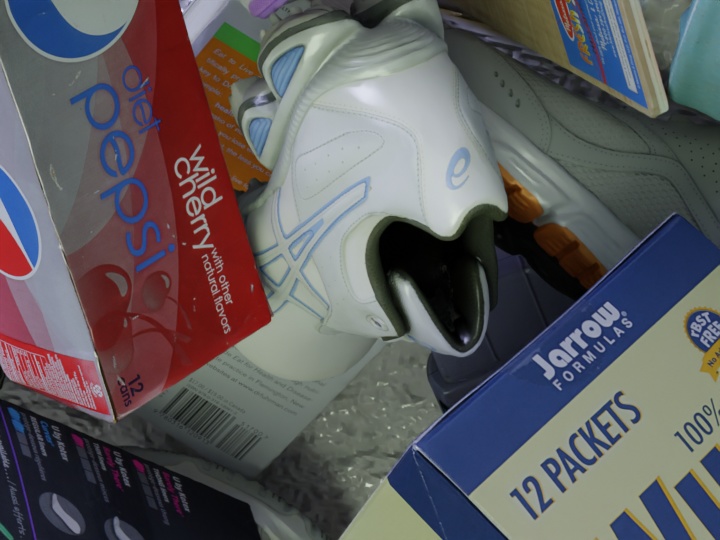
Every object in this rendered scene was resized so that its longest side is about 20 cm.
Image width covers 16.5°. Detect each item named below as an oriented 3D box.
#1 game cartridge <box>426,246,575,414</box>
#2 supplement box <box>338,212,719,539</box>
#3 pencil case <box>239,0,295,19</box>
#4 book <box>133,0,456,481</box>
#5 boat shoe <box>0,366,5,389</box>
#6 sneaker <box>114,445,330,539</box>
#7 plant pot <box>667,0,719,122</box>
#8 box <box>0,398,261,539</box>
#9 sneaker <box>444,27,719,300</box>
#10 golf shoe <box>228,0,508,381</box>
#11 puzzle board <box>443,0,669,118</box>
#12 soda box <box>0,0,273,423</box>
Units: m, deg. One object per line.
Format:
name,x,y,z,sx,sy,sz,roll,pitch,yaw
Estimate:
game cartridge,0.107,0.067,0.905,0.129,0.038,0.200,-24,119,0
supplement box,0.089,0.132,0.761,0.200,0.134,0.200,44,142,9
pencil case,-0.051,-0.170,0.736,0.085,0.084,0.200,-33,98,38
book,-0.036,-0.018,0.889,0.134,0.048,0.200,33,125,-17
boat shoe,-0.195,0.065,0.954,0.200,0.072,0.068,-24,122,41
sneaker,-0.037,0.148,0.966,0.200,0.088,0.076,37,155,-13
plant pot,0.198,-0.080,0.719,0.188,0.200,0.200,22,126,8
box,-0.135,0.122,0.850,0.200,0.106,0.122,26,115,-35
sneaker,0.105,-0.025,0.817,0.200,0.076,0.092,38,79,-8
golf shoe,0.000,0.000,0.787,0.078,0.097,0.200,-25,156,-18
puzzle board,0.029,-0.153,0.734,0.017,0.151,0.200,-30,122,-14
soda box,-0.093,-0.060,0.741,0.063,0.070,0.200,14,128,45
